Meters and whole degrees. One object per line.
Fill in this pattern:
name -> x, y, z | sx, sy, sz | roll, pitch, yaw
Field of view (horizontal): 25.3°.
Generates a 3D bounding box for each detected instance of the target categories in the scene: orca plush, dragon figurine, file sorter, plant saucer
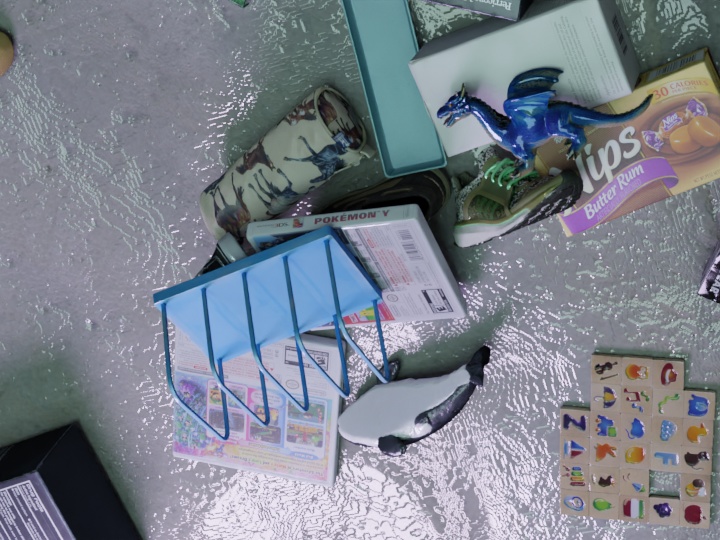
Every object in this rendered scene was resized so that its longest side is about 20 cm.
orca plush -> 0.071, 0.146, 1.773 | 0.200, 0.071, 0.106 | -39, 53, 22
dragon figurine -> 0.169, -0.153, 1.513 | 0.199, 0.059, 0.100 | -18, 112, 23
file sorter -> -0.084, 0.071, 1.611 | 0.199, 0.123, 0.139 | -21, 144, 14
plant saucer -> 0.035, -0.198, 1.638 | 0.069, 0.019, 0.202 | -10, 101, 20

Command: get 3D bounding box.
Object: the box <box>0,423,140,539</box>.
box -> -0.396, 0.318, 1.932 | 0.197, 0.123, 0.201 | -19, 108, 23

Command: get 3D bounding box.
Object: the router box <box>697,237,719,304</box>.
router box -> 0.435, -0.033, 1.560 | 0.148, 0.051, 0.201 | 22, 131, 6

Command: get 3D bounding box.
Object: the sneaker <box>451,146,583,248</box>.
sneaker -> 0.143, -0.082, 1.602 | 0.200, 0.077, 0.089 | -22, 90, 58

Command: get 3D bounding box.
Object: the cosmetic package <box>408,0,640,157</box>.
cosmetic package -> 0.161, -0.200, 1.574 | 0.199, 0.085, 0.108 | -16, 108, 22

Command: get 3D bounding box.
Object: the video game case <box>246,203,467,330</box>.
video game case -> 0.000, 0.000, 1.663 | 0.181, 0.023, 0.200 | -6, 148, 17

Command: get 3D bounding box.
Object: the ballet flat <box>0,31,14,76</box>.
ballet flat -> -0.474, -0.213, 1.765 | 0.199, 0.063, 0.069 | -15, 108, 21

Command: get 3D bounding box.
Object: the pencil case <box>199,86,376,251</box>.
pencil case -> -0.082, -0.101, 1.690 | 0.200, 0.078, 0.090 | -38, 85, 26

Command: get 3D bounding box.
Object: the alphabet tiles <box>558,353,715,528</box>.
alphabet tiles -> 0.299, 0.185, 1.740 | 0.166, 0.008, 0.202 | 4, 113, 15

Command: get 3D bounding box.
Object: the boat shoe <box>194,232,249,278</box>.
boat shoe -> -0.145, 0.021, 1.701 | 0.068, 0.199, 0.074 | -33, 81, -13

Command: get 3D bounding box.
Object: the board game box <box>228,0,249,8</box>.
board game box -> -0.187, -0.360, 1.643 | 0.199, 0.023, 0.105 | 28, 115, 4

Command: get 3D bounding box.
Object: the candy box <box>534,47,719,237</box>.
candy box -> 0.273, -0.126, 1.590 | 0.199, 0.057, 0.117 | -21, 105, 22

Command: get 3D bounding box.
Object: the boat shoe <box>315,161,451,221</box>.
boat shoe -> 0.003, -0.048, 1.690 | 0.199, 0.073, 0.075 | -34, 100, 25

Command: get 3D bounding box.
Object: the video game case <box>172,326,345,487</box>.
video game case -> -0.119, 0.148, 1.837 | 0.198, 0.024, 0.183 | 9, 115, 11

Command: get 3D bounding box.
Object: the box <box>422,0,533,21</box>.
box -> 0.081, -0.355, 1.522 | 0.198, 0.104, 0.183 | 15, 114, 10
